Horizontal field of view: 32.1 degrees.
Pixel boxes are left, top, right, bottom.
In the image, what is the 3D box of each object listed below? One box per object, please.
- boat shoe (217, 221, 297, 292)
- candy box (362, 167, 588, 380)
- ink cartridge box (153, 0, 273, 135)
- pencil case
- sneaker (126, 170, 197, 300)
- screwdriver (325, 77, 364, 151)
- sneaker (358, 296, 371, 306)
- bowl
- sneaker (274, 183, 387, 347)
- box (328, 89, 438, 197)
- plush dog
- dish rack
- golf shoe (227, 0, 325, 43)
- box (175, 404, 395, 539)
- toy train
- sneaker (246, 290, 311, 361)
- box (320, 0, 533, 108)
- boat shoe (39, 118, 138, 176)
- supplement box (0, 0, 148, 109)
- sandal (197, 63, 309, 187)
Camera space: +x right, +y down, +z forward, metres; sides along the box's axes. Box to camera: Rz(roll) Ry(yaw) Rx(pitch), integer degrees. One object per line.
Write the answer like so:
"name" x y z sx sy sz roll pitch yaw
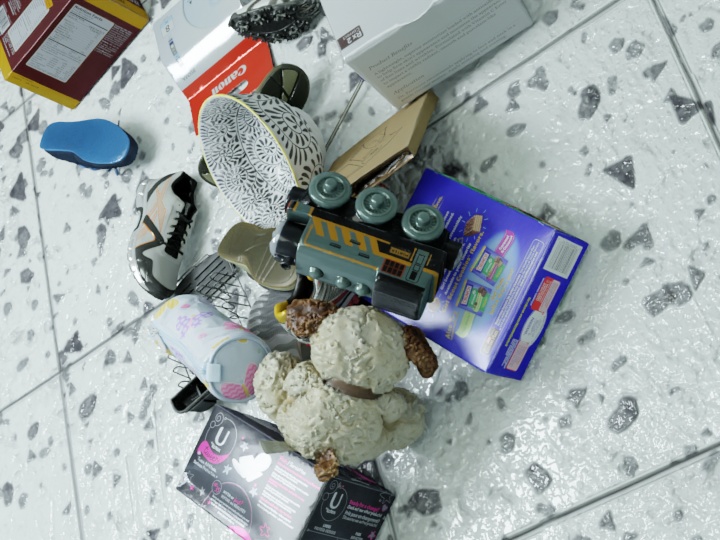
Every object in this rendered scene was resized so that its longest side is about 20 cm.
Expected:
"boat shoe" -0.106 -0.011 1.544 0.201 0.066 0.072 22 80 55
"candy box" 0.121 0.001 1.366 0.200 0.077 0.169 31 97 40
"ink cartridge box" -0.210 -0.314 1.760 0.160 0.047 0.200 -34 55 26
"pencil case" -0.177 0.089 1.472 0.200 0.091 0.083 26 100 58
"sneaker" -0.263 -0.054 1.693 0.080 0.074 0.200 -22 54 26
"screwdriver" -0.003 -0.225 1.583 0.028 0.029 0.200 36 106 41
"sneaker" 0.000 0.000 1.481 0.088 0.076 0.200 11 88 28
"bowl" -0.106 -0.146 1.568 0.201 0.094 0.201 37 145 32
"sneaker" -0.025 -0.010 1.394 0.200 0.082 0.078 -61 28 -1
"box" 0.012 -0.129 1.451 0.163 0.021 0.200 -35 14 25
"plush dog" -0.014 0.116 1.324 0.200 0.160 0.172 16 109 0
"dish rack" -0.202 0.073 1.624 0.153 0.055 0.200 -41 53 21
"golf shoe" -0.086 -0.368 1.663 0.200 0.078 0.095 -14 63 23
"box" -0.084 0.250 1.417 0.200 0.132 0.115 26 89 41
"toy train" 0.004 -0.026 1.311 0.200 0.085 0.114 20 58 7
"sneaker" -0.094 0.105 1.513 0.075 0.082 0.200 -8 48 6
"box" 0.063 -0.336 1.469 0.199 0.131 0.200 -30 58 17
"boat shoe" -0.391 -0.187 1.858 0.200 0.069 0.084 19 80 41
"supplement box" -0.465 -0.403 1.943 0.200 0.133 0.197 -43 53 20
"sandal" -0.136 -0.188 1.654 0.201 0.080 0.057 -49 24 14
